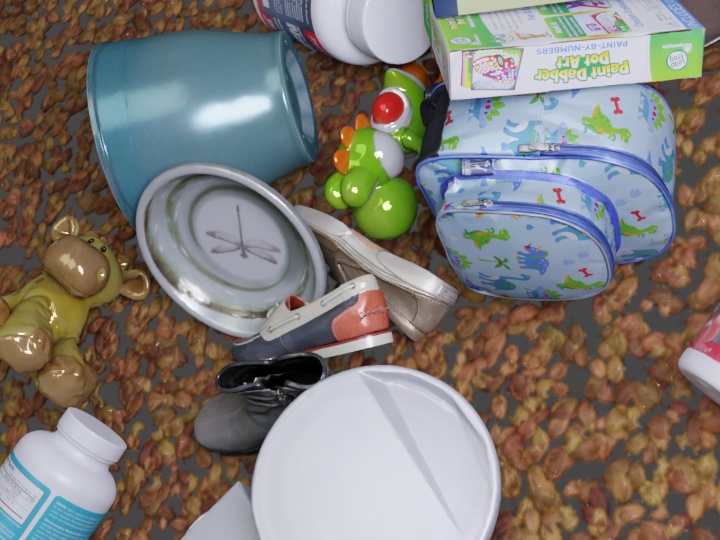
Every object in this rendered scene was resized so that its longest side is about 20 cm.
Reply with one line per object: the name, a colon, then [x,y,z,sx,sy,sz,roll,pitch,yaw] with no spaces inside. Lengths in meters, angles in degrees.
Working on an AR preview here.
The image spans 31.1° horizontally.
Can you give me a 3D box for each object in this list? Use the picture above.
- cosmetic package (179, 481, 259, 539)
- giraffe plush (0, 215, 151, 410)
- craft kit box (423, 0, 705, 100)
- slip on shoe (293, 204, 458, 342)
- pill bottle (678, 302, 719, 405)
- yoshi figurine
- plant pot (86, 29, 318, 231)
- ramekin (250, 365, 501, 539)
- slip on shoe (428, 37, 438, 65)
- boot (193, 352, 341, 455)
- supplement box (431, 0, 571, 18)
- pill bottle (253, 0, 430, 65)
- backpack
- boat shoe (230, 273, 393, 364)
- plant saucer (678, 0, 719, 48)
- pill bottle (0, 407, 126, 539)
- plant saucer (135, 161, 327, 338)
cosmetic package: [-0.077,0.294,1.107,0.113,0.081,0.200,-44,52,7]
giraffe plush: [-0.308,0.032,1.342,0.162,0.173,0.200,-49,18,-10]
craft kit box: [0.157,-0.200,1.060,0.196,0.049,0.200,-3,27,-2]
slip on shoe: [0.000,0.000,1.201,0.199,0.076,0.061,30,91,30]
pill bottle: [0.336,0.023,0.957,0.111,0.111,0.200,36,89,37]
yoshi figurine: [0.037,-0.103,1.195,0.112,0.113,0.200,36,52,3]
plant pot: [-0.146,-0.152,1.292,0.187,0.200,0.201,-13,61,9]
ramekin: [0.019,0.186,1.061,0.201,0.094,0.204,-5,66,10]
slip on shoe: [0.153,-0.183,1.173,0.199,0.061,0.074,23,64,9]
boot: [-0.093,0.111,1.165,0.199,0.131,0.068,-13,63,26]
supplement box: [0.148,-0.316,1.081,0.198,0.135,0.200,-6,29,4]
pill bottle: [-0.013,-0.267,1.269,0.120,0.119,0.200,-55,38,-2]
backpack: [0.158,-0.063,1.061,0.199,0.183,0.148,-2,60,18]
boat shoe: [-0.050,0.051,1.178,0.199,0.071,0.063,-16,88,45]
plant saucer: [0.285,-0.272,1.171,0.199,0.034,0.202,-14,62,26]
pill bottle: [-0.312,0.234,1.257,0.111,0.111,0.201,35,88,37]
plant saucer: [-0.116,-0.026,1.229,0.199,0.201,0.050,-4,34,30]
